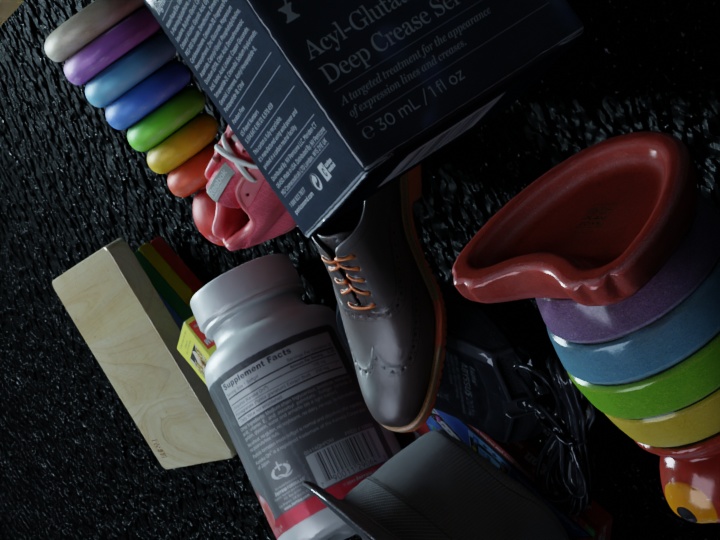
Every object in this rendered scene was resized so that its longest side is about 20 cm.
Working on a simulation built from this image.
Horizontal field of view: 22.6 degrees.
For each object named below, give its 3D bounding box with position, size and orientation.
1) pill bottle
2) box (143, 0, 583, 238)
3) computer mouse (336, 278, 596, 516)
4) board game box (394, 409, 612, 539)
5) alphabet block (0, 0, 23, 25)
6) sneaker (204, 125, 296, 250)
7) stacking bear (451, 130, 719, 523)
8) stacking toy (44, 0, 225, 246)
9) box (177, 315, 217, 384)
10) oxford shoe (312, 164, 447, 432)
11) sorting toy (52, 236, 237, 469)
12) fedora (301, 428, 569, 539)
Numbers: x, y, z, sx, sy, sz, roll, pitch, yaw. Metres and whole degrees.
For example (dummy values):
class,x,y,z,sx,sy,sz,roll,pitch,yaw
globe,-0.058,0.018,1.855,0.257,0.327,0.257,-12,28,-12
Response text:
class,x,y,z,sx,sy,sz,roll,pitch,yaw
pill bottle,-0.046,0.094,1.295,0.201,0.110,0.111,64,158,13
box,-0.013,-0.148,0.905,0.201,0.148,0.107,54,156,4
computer mouse,0.073,0.059,1.125,0.199,0.053,0.139,29,146,29
board game box,0.091,0.138,1.218,0.200,0.019,0.104,41,153,32
alphabet block,-0.336,-0.265,1.243,0.196,0.200,0.196,36,172,36
sneaker,-0.058,-0.077,1.153,0.074,0.086,0.201,44,153,23
stacking bear,0.155,0.044,0.874,0.121,0.114,0.201,1,132,52
stacking toy,-0.139,-0.103,1.290,0.201,0.085,0.085,56,156,-9
box,-0.053,0.107,1.390,0.200,0.075,0.050,51,153,15
oxford shoe,0.000,0.000,1.068,0.071,0.072,0.202,-8,92,38
sorting toy,-0.166,0.064,1.552,0.200,0.069,0.200,59,156,-4
fedora,0.065,0.167,1.144,0.200,0.090,0.177,46,170,-28
